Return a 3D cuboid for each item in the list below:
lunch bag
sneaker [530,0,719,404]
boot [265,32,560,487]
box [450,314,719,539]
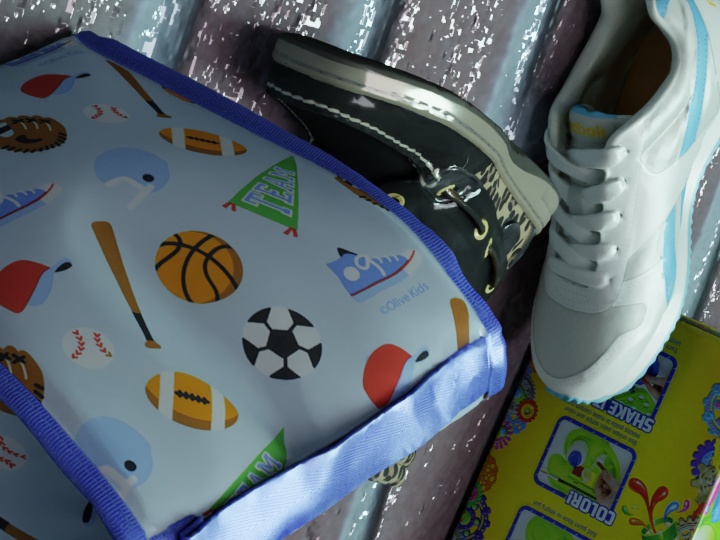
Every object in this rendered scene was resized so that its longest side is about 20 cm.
[{"bbox_3d":[-0.078,0.026,0.727,0.170,0.199,0.125,-31,134,-41],"label":"lunch bag"},{"bbox_3d":[0.115,-0.038,1.077,0.080,0.076,0.202,13,94,-47],"label":"sneaker"},{"bbox_3d":[0.000,0.000,0.939,0.151,0.073,0.200,-63,152,-3],"label":"boot"},{"bbox_3d":[0.158,0.125,1.188,0.200,0.121,0.194,21,94,-57],"label":"box"}]
